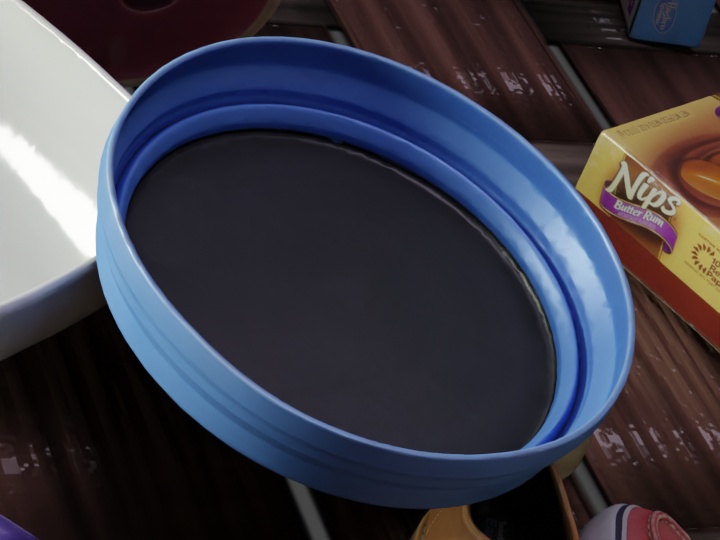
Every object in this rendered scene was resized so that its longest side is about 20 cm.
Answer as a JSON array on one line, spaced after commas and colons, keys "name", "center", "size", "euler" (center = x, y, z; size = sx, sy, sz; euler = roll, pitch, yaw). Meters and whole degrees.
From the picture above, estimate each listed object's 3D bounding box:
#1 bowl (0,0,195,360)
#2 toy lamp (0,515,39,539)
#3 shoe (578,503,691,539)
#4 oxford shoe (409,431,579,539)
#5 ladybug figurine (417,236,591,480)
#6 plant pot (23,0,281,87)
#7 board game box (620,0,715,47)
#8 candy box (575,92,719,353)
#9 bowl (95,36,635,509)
[{"name": "bowl", "center": [-0.184, -0.028, 0.850], "size": [0.200, 0.075, 0.200], "euler": [40, 45, 24]}, {"name": "toy lamp", "center": [-0.083, 0.142, 0.712], "size": [0.058, 0.058, 0.200], "euler": [-21, 56, -43]}, {"name": "shoe", "center": [0.143, 0.143, 0.781], "size": [0.071, 0.091, 0.200], "euler": [34, 27, -40]}, {"name": "oxford shoe", "center": [0.047, 0.133, 0.778], "size": [0.071, 0.071, 0.200], "euler": [12, 39, -14]}, {"name": "ladybug figurine", "center": [0.002, 0.019, 0.899], "size": [0.200, 0.072, 0.136], "euler": [18, 36, -6]}, {"name": "plant pot", "center": [-0.113, -0.188, 1.020], "size": [0.200, 0.200, 0.179], "euler": [0, 56, -28]}, {"name": "board game box", "center": [0.168, -0.238, 1.246], "size": [0.040, 0.153, 0.200], "euler": [7, 39, -10]}, {"name": "candy box", "center": [0.205, -0.032, 1.086], "size": [0.200, 0.056, 0.117], "euler": [-20, 53, -41]}, {"name": "bowl", "center": [0.000, 0.000, 0.821], "size": [0.201, 0.039, 0.201], "euler": [17, 41, -15]}]
